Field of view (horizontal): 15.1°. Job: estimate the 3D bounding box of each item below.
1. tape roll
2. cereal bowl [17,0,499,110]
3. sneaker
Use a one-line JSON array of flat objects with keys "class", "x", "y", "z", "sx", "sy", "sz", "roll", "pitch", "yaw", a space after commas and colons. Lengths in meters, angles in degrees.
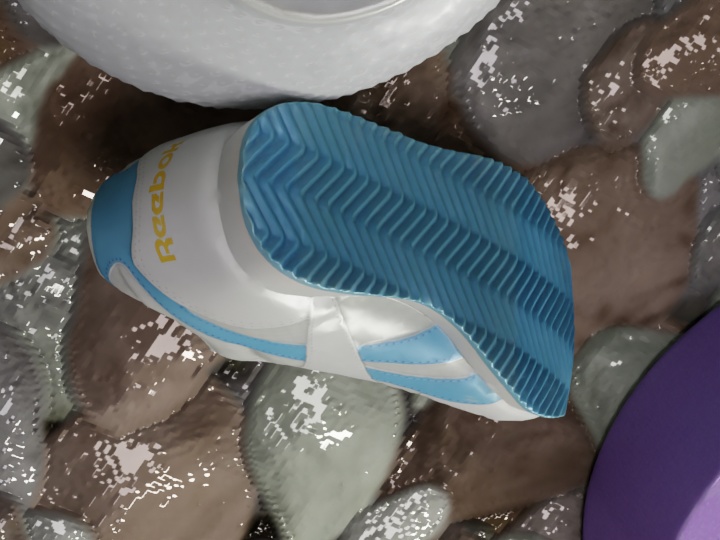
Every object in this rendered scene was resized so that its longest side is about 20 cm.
[{"class": "tape roll", "x": 0.185, "y": 0.091, "z": 0.999, "sx": 0.199, "sy": 0.066, "sz": 0.201, "roll": -11, "pitch": 124, "yaw": -16}, {"class": "cereal bowl", "x": -0.018, "y": -0.130, "z": 0.763, "sx": 0.198, "sy": 0.083, "sz": 0.201, "roll": -10, "pitch": 123, "yaw": -15}, {"class": "sneaker", "x": 0.000, "y": 0.000, "z": 0.865, "sx": 0.080, "sy": 0.077, "sz": 0.200, "roll": -11, "pitch": 155, "yaw": 36}]
